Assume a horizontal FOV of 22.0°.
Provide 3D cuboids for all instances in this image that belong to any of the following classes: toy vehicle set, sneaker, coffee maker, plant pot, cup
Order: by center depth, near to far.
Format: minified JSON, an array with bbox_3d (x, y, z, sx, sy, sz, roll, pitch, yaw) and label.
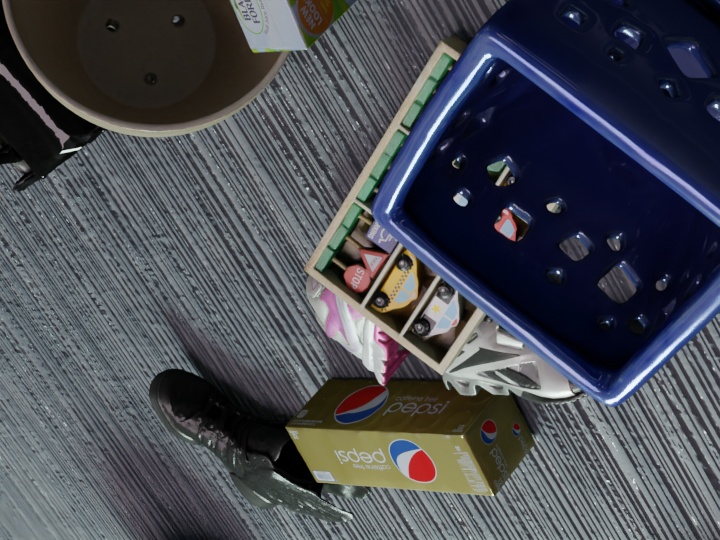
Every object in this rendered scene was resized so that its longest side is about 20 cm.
[{"bbox_3d":[0.154,-0.073,1.090,0.200,0.180,0.200,39,143,5],"label":"plant pot"},{"bbox_3d":[0.059,-0.043,1.263,0.124,0.027,0.200,36,116,9],"label":"toy vehicle set"},{"bbox_3d":[-0.145,-0.177,1.280,0.200,0.200,0.143,43,167,0],"label":"cup"},{"bbox_3d":[0.116,0.042,1.329,0.200,0.074,0.089,-6,124,45],"label":"sneaker"},{"bbox_3d":[0.000,0.000,1.388,0.088,0.081,0.200,27,140,18],"label":"sneaker"},{"bbox_3d":[-0.258,-0.189,1.421,0.192,0.135,0.200,-33,104,28],"label":"coffee maker"},{"bbox_3d":[-0.092,0.152,1.647,0.200,0.060,0.104,47,145,-14],"label":"sneaker"}]

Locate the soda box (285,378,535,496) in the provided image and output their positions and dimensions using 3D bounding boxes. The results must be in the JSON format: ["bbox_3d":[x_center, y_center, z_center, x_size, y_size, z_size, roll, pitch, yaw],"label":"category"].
[{"bbox_3d":[0.038,0.132,1.495,0.199,0.068,0.064,-1,125,44],"label":"soda box"}]

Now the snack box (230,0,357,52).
[{"bbox_3d":[-0.048,-0.255,1.126,0.053,0.142,0.201,4,129,40],"label":"snack box"}]
